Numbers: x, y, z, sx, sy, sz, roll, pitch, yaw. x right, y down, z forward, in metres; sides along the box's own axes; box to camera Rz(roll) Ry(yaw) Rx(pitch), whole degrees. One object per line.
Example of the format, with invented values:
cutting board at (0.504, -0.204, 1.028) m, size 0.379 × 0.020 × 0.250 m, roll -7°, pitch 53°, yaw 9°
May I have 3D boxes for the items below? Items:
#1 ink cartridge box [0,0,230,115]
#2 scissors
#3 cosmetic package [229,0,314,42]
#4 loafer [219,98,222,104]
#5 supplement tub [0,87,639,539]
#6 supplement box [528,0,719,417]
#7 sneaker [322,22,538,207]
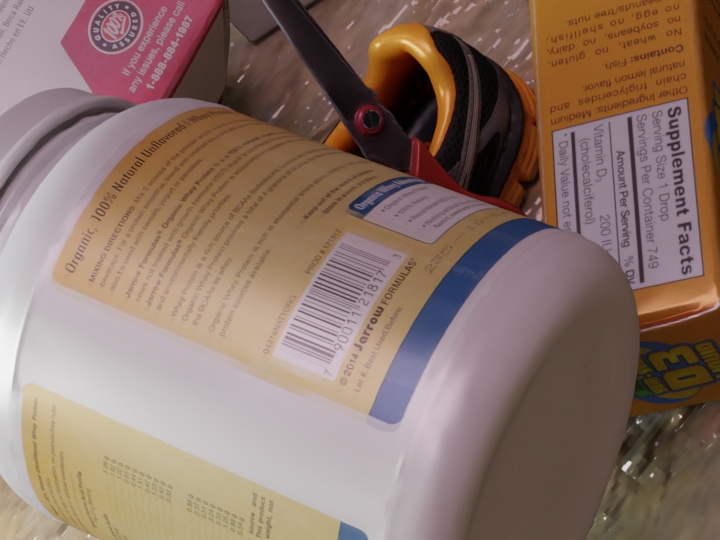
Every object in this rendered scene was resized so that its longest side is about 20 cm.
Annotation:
ink cartridge box at (-0.168, -0.072, 0.845) m, size 0.199 × 0.083 × 0.147 m, roll 26°, pitch 71°, yaw 7°
scissors at (0.014, -0.045, 0.790) m, size 0.073 × 0.201 × 0.014 m, roll -25°, pitch 8°, yaw -15°
cosmetic package at (-0.097, -0.206, 0.924) m, size 0.052 × 0.200 × 0.151 m, roll -34°, pitch 51°, yaw 11°
loafer at (-0.097, -0.007, 0.913) m, size 0.072 × 0.063 × 0.201 m, roll 16°, pitch 74°, yaw 4°
supplement tub at (-0.028, 0.030, 0.710) m, size 0.199 × 0.145 × 0.145 m, roll 21°, pitch 75°, yaw 24°
supplement box at (0.100, -0.052, 0.804) m, size 0.068 × 0.067 × 0.201 m, roll -11°, pitch 59°, yaw 22°
sneaker at (0.000, 0.000, 0.828) m, size 0.078 × 0.077 × 0.201 m, roll 9°, pitch 71°, yaw 32°
